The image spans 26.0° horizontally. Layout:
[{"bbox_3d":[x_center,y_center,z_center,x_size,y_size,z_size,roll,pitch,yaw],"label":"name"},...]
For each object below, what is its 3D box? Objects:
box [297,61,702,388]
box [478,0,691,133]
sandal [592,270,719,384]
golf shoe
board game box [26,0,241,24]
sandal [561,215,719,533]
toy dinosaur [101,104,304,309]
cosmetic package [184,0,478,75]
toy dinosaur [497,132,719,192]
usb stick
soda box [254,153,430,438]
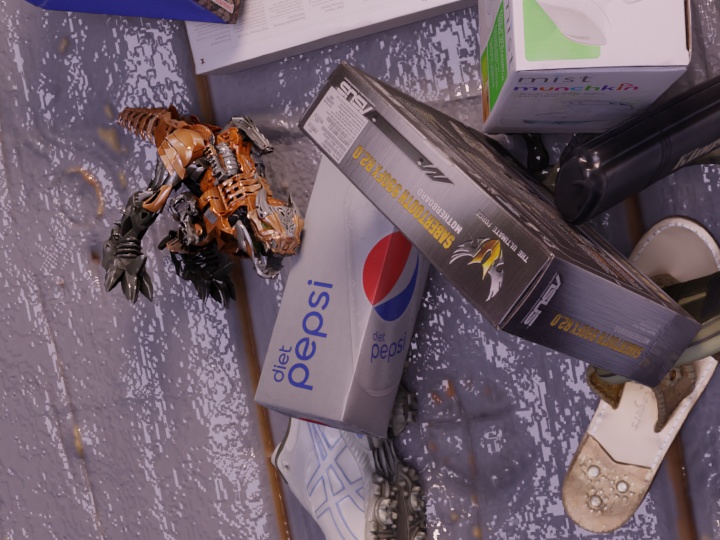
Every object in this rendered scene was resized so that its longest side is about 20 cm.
[{"bbox_3d":[0.076,-0.026,0.868,0.048,0.158,0.200,-53,50,13],"label":"box"},{"bbox_3d":[0.120,-0.189,0.872,0.096,0.176,0.201,-2,85,0],"label":"box"},{"bbox_3d":[0.225,0.031,0.886,0.201,0.080,0.057,-20,112,40],"label":"sandal"},{"bbox_3d":[-0.011,0.145,1.053,0.097,0.078,0.201,-5,86,26],"label":"golf shoe"},{"bbox_3d":[-0.149,-0.271,0.994,0.159,0.097,0.201,9,85,24],"label":"board game box"},{"bbox_3d":[0.174,0.073,0.972,0.077,0.070,0.212,21,104,16],"label":"sandal"},{"bbox_3d":[-0.105,-0.050,1.037,0.102,0.200,0.136,16,114,-24],"label":"toy dinosaur"},{"bbox_3d":[-0.019,-0.190,1.016,0.200,0.051,0.083,-12,90,21],"label":"cosmetic package"},{"bbox_3d":[0.131,-0.066,0.986,0.200,0.047,0.088,-25,92,16],"label":"toy dinosaur"},{"bbox_3d":[0.188,-0.081,0.888,0.033,0.200,0.056,47,147,24],"label":"usb stick"},{"bbox_3d":[0.000,0.000,0.988,0.068,0.063,0.201,11,80,29],"label":"soda box"}]
